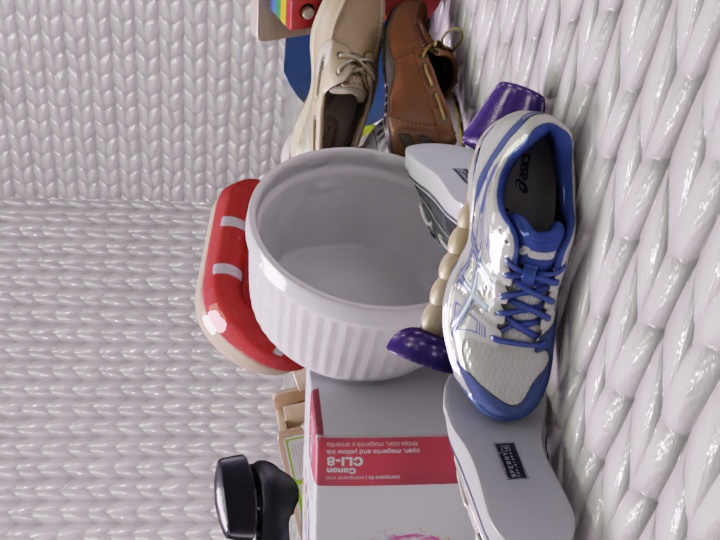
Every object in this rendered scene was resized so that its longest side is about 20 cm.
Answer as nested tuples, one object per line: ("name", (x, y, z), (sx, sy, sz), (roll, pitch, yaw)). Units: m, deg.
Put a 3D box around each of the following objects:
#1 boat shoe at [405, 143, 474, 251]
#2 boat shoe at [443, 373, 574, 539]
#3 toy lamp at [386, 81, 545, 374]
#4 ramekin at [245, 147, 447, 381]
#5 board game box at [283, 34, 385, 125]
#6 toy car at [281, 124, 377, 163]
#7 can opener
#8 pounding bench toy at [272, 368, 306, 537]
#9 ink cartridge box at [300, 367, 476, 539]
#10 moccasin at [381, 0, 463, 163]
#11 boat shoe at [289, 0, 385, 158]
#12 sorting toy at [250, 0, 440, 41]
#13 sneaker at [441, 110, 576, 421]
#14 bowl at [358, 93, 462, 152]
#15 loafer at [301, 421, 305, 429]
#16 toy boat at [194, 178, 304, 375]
("boat shoe", (0.079, -0.049, 1.024), (0.200, 0.071, 0.068), (-122, 35, -64))
("boat shoe", (0.097, 0.135, 0.853), (0.200, 0.072, 0.066), (-108, 17, -57))
("toy lamp", (0.077, -0.031, 0.896), (0.058, 0.058, 0.201), (-140, 71, -81))
("ramekin", (0.000, 0.000, 1.079), (0.201, 0.199, 0.105), (-97, 14, -47))
("board game box", (-0.028, -0.248, 1.357), (0.039, 0.158, 0.201), (-2, 85, 48))
("toy car", (-0.021, -0.061, 1.419), (0.175, 0.150, 0.200), (13, 63, 49))
("can opener", (-0.081, 0.259, 1.138), (0.063, 0.078, 0.201), (118, 143, -63))
("pounding bench toy", (-0.034, 0.168, 1.480), (0.156, 0.124, 0.201), (-113, 11, -73))
("ink cartridge box", (0.025, 0.189, 1.089), (0.145, 0.144, 0.201), (-104, 15, -66))
("moccasin", (0.059, -0.179, 1.180), (0.202, 0.077, 0.074), (-89, -11, -51))
("boat shoe", (-0.012, -0.178, 1.207), (0.065, 0.072, 0.201), (34, 111, 58))
("sorting toy", (0.002, -0.313, 1.228), (0.070, 0.198, 0.201), (51, 146, 44))
("sneaker", (0.096, -0.002, 0.823), (0.088, 0.075, 0.201), (-171, 83, -82))
("bowl", (0.035, -0.074, 1.254), (0.201, 0.094, 0.202), (-179, 90, -82))
("loafer", (-0.001, 0.194, 1.267), (0.076, 0.068, 0.200), (35, 172, 43))
("toy boat", (-0.070, -0.005, 1.214), (0.131, 0.130, 0.201), (-32, 42, 44))
